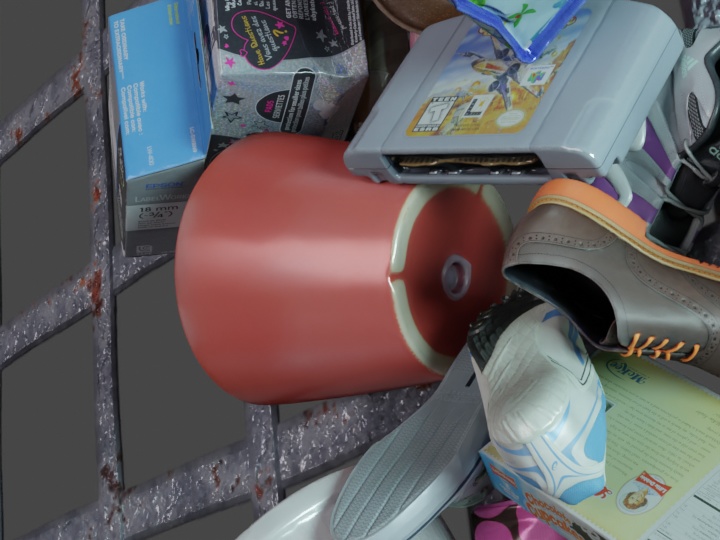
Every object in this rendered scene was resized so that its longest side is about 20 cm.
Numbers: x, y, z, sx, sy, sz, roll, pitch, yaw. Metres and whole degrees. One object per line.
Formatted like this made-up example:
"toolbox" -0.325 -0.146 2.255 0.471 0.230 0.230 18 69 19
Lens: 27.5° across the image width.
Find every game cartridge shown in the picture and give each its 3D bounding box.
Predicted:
"game cartridge" 0.092 -0.111 0.907 0.199 0.042 0.134 3 56 44

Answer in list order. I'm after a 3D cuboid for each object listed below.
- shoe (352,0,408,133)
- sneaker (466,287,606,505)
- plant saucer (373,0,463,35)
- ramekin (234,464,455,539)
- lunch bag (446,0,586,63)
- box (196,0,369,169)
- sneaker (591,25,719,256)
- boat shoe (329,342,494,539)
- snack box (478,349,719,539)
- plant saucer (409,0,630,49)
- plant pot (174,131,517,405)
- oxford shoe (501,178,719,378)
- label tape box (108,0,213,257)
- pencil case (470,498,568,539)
"shoe" 0.018 -0.199 1.155 0.070 0.053 0.201 78 -170 -70
"sneaker" 0.107 0.065 0.862 0.072 0.073 0.200 -27 21 15
"plant saucer" 0.074 -0.258 1.003 0.200 0.037 0.202 1 91 44
"ramekin" -0.011 0.229 0.969 0.094 0.202 0.203 46 117 32
"lunch bag" 0.096 -0.256 0.871 0.200 0.127 0.170 -50 57 13
"box" -0.071 -0.156 1.135 0.200 0.114 0.133 115 152 -66
"sneaker" 0.196 -0.055 0.868 0.140 0.077 0.201 -5 77 51
"boat shoe" 0.063 0.117 0.923 0.073 0.067 0.200 10 49 50
"snack box" 0.172 0.119 0.833 0.116 0.037 0.200 -37 36 -17
"plant saucer" 0.116 -0.187 1.024 0.200 0.051 0.202 -18 67 49
"plant pot" 0.000 0.000 1.025 0.177 0.200 0.202 1 82 40
"oxford shoe" 0.169 0.031 0.817 0.199 0.073 0.071 31 146 11
"label tape box" -0.157 -0.118 1.123 0.200 0.063 0.145 111 152 -64
"pencil case" 0.103 0.239 0.904 0.093 0.090 0.201 -14 68 56
